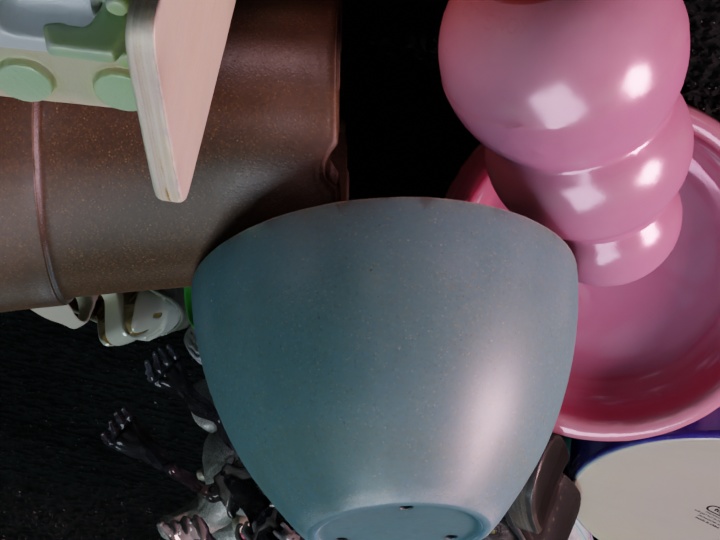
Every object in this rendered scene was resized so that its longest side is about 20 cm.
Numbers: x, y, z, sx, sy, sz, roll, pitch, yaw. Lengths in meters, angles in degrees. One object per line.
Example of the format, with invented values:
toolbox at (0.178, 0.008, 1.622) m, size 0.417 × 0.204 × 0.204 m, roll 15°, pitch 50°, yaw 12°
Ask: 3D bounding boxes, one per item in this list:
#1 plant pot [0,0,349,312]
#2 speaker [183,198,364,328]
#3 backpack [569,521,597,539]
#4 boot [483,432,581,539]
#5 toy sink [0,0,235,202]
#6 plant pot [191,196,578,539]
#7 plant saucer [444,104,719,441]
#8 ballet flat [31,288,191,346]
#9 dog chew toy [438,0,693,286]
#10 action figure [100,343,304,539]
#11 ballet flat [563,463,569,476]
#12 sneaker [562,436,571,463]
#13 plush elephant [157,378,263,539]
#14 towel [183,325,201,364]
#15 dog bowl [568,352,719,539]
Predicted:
plant pot at (-0.106, -0.073, 1.044) m, size 0.198 × 0.201 × 0.200 m, roll -1°, pitch 147°, yaw 1°
speaker at (0.000, 0.000, 1.167) m, size 0.200 × 0.089 × 0.088 m, roll 0°, pitch 151°, yaw -17°
backpack at (0.105, 0.200, 1.451) m, size 0.167 × 0.127 × 0.200 m, roll 3°, pitch 148°, yaw 13°
boot at (0.038, 0.122, 1.184) m, size 0.174 × 0.069 × 0.200 m, roll 16°, pitch 147°, yaw 19°
toy sink at (-0.121, -0.148, 0.903) m, size 0.112 × 0.200 × 0.130 m, roll 6°, pitch 149°, yaw 6°
plant pot at (0.015, 0.068, 0.996) m, size 0.200 × 0.135 × 0.200 m, roll -2°, pitch 155°, yaw -1°
plant saucer at (0.140, -0.005, 1.112) m, size 0.200 × 0.051 × 0.201 m, roll 1°, pitch 105°, yaw 4°
ballet flat at (-0.170, 0.016, 1.273) m, size 0.067 × 0.064 × 0.200 m, roll -27°, pitch 143°, yaw 30°
dog chew toy at (0.114, -0.074, 1.003) m, size 0.124 × 0.125 × 0.200 m, roll -4°, pitch 132°, yaw 21°
action figure at (-0.083, 0.145, 1.292) m, size 0.200 × 0.119 × 0.102 m, roll 39°, pitch 180°, yaw 22°
ballet flat at (0.058, 0.110, 1.249) m, size 0.200 × 0.074 × 0.074 m, roll 39°, pitch 140°, yaw -17°
sneaker at (0.117, 0.083, 1.303) m, size 0.121 × 0.084 × 0.200 m, roll 27°, pitch 153°, yaw -16°
plush elephant at (-0.070, 0.164, 1.425) m, size 0.155 × 0.165 × 0.200 m, roll 22°, pitch 119°, yaw -42°
towel at (-0.020, 0.103, 1.303) m, size 0.200 × 0.024 × 0.147 m, roll 35°, pitch 177°, yaw -25°
dog bowl at (0.228, 0.115, 1.212) m, size 0.200 × 0.079 × 0.200 m, roll 8°, pitch 149°, yaw 5°
